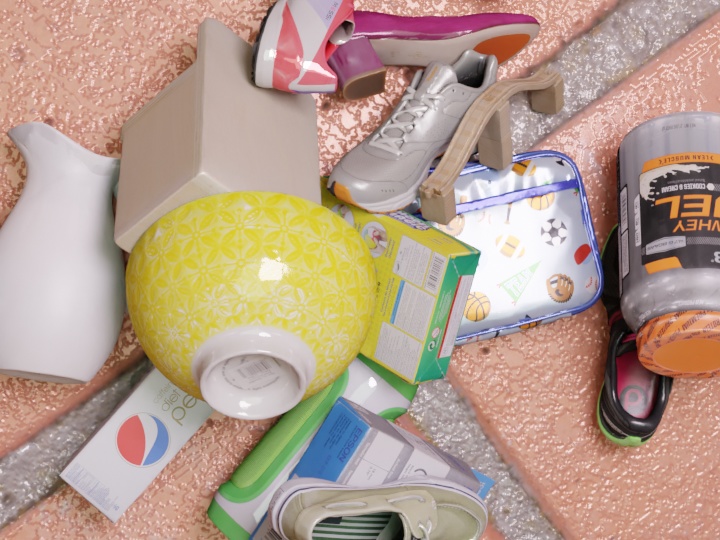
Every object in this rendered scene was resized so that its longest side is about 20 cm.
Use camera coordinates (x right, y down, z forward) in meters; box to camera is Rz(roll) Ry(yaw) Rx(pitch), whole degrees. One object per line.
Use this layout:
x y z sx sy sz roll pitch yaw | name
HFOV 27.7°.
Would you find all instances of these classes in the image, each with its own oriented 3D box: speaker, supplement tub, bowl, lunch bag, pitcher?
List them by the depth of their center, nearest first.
-0.081 0.048 1.109 0.199 0.108 0.200 -3 135 -3 | bowl
0.275 -0.020 1.207 0.122 0.123 0.201 6 63 -6 | supplement tub
-0.228 -0.006 1.218 0.171 0.121 0.201 12 79 -21 | pitcher
-0.040 0.152 1.248 0.088 0.088 0.200 40 87 -5 | speaker
0.102 -0.022 1.266 0.199 0.076 0.161 -12 90 -7 | lunch bag

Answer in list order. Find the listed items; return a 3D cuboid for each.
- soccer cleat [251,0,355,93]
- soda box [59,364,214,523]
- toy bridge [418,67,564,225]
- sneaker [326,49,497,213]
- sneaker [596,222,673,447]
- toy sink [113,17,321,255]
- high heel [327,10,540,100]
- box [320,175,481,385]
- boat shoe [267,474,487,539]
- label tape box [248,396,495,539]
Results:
-0.032 -0.228 1.219 0.073 0.068 0.200 15 58 4 | soccer cleat
-0.165 0.115 1.243 0.064 0.068 0.200 42 87 -6 | soda box
0.111 -0.117 1.220 0.027 0.067 0.200 20 47 30 | toy bridge
0.044 -0.124 1.208 0.076 0.092 0.200 29 46 26 | sneaker
0.248 0.053 1.272 0.077 0.084 0.201 1 82 -5 | sneaker
-0.117 -0.084 1.191 0.112 0.200 0.130 -35 129 28 | toy sink
0.055 -0.213 1.270 0.199 0.067 0.096 -14 59 -21 | high heel
0.000 0.000 1.211 0.200 0.048 0.118 29 113 35 | box
0.023 0.202 1.135 0.200 0.062 0.072 6 105 -32 | boat shoe
0.028 0.213 1.220 0.200 0.063 0.144 31 93 -34 | label tape box
